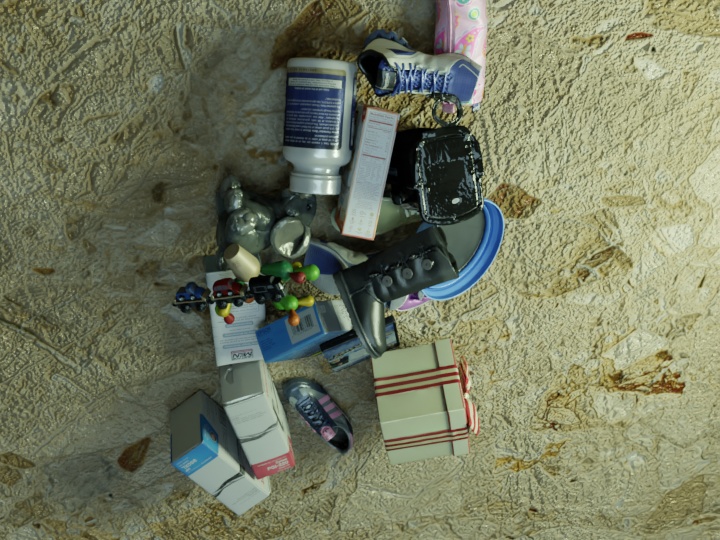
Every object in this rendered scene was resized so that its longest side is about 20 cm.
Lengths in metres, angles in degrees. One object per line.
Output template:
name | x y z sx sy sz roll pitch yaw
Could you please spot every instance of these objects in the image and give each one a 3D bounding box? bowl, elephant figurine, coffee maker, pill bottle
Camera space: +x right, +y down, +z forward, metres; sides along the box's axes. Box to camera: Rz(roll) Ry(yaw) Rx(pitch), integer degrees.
bowl | 0.167 -0.043 1.562 0.199 0.039 0.203 -24 134 -27
elephant figurine | -0.134 -0.089 1.473 0.198 0.143 0.155 -1 163 -24
coffee maker | 0.116 -0.180 1.412 0.133 0.200 0.195 12 99 -15
pill bottle | -0.065 -0.223 1.377 0.110 0.111 0.203 2 99 -15

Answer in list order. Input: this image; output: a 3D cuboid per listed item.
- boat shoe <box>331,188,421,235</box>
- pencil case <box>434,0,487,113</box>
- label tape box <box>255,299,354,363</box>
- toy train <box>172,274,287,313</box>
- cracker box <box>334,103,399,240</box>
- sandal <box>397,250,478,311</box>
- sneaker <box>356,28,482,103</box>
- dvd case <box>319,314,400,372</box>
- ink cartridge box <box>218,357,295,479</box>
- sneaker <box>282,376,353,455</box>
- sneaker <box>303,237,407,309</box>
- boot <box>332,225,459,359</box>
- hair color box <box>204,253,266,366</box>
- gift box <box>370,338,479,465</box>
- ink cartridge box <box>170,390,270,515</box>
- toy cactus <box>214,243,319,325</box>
boat shoe | 0.044 -0.104 1.544 0.198 0.061 0.073 -10 100 -8
pencil case | 0.155 -0.356 1.401 0.086 0.088 0.202 -7 122 -10
label tape box | -0.074 0.107 1.608 0.142 0.067 0.199 -28 168 28
toy train | -0.212 0.035 1.407 0.197 0.034 0.046 -7 119 17
cracker box | 0.007 -0.162 1.423 0.057 0.134 0.203 11 101 -9
sandal | 0.146 0.018 1.656 0.201 0.050 0.083 -30 124 5
sneaker | 0.076 -0.294 1.352 0.197 0.115 0.081 22 129 12
dvd case | 0.003 0.138 1.643 0.141 0.018 0.200 -23 162 -2
ink cartridge box | -0.195 0.265 1.667 0.084 0.146 0.202 -19 125 0
sneaker | -0.077 0.288 1.750 0.070 0.082 0.200 -38 123 12
sneaker | 0.001 0.000 1.584 0.197 0.115 0.081 21 112 9
boot | 0.074 0.037 1.475 0.198 0.066 0.166 -25 96 12
hair color box | -0.221 0.069 1.589 0.098 0.061 0.202 -7 122 -10
gift box | 0.128 0.256 1.718 0.184 0.186 0.201 -11 143 4
ink cartridge box | -0.270 0.351 1.703 0.084 0.145 0.200 -35 123 11
toy cactus | -0.171 0.025 1.453 0.198 0.103 0.165 -14 139 24
